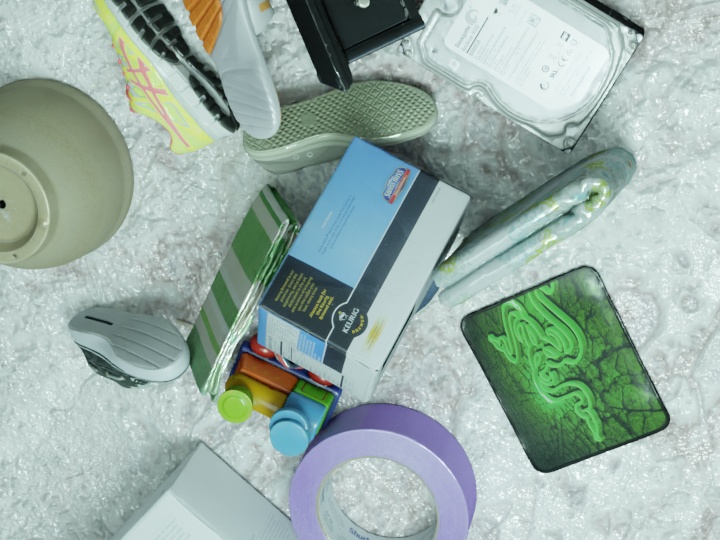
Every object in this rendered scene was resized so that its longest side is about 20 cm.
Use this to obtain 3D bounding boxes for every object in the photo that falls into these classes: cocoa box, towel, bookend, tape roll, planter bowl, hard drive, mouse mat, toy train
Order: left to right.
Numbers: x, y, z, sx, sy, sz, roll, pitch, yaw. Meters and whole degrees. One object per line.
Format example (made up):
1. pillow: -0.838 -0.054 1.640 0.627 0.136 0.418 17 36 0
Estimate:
1. planter bowl: -0.351 -0.085 1.565 0.198 0.135 0.202 4 111 11
2. towel: -0.122 0.019 1.526 0.023 0.153 0.201 22 102 -20
3. toy train: -0.126 0.122 1.600 0.199 0.116 0.085 25 114 3
4. cocoa box: 0.000 0.000 1.462 0.131 0.133 0.201 27 72 5
5. tape roll: 0.025 0.250 1.642 0.198 0.066 0.202 5 112 13
6. bookend: 0.021 -0.298 1.377 0.198 0.092 0.201 -25 107 -9
7. hard drive: 0.153 -0.221 1.446 0.199 0.038 0.140 32 114 1
8. towel: 0.168 -0.043 1.437 0.199 0.171 0.048 -33 94 23
9. mouse mat: 0.214 0.107 1.574 0.160 0.008 0.201 -24 102 21

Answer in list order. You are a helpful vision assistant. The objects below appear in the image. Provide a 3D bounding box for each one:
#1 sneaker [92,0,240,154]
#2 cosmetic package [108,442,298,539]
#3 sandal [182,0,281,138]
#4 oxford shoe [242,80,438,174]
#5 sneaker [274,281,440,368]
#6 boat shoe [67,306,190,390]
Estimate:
1. sneaker: -0.214 -0.199 1.522 0.090 0.078 0.201 -32 99 29
2. cosmetic package: -0.181 0.342 1.695 0.200 0.123 0.199 42 114 -6
3. sandal: -0.116 -0.233 1.492 0.079 0.059 0.208 -14 97 43
4. oxford shoe: -0.019 -0.141 1.510 0.198 0.076 0.058 -12 149 9
5. sneaker: -0.002 0.047 1.550 0.199 0.085 0.075 -31 99 11
6. boat shoe: -0.238 0.091 1.612 0.199 0.072 0.071 19 138 50
